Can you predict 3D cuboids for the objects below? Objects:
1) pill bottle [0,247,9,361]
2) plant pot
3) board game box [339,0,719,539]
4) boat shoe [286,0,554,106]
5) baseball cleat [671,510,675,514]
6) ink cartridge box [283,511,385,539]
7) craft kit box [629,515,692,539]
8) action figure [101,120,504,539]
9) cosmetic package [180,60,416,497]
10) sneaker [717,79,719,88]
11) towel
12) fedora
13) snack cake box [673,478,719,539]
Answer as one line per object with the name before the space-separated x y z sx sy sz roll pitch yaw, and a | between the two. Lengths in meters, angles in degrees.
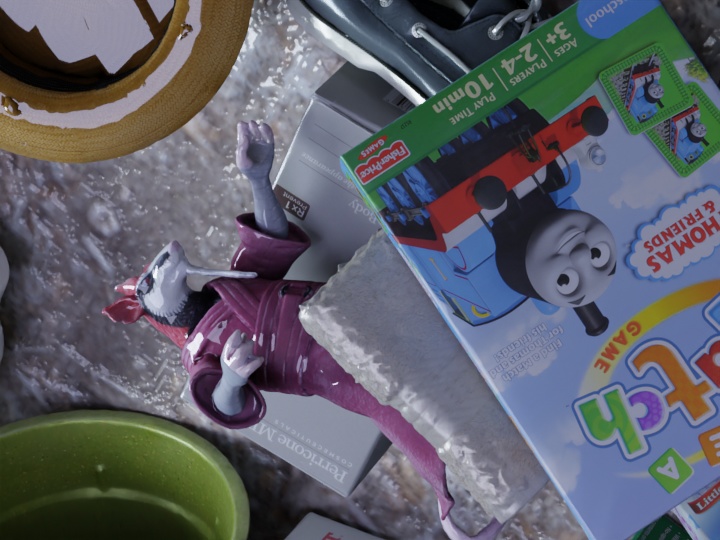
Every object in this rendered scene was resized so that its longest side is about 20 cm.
pill bottle | -0.259 0.061 1.494 0.104 0.104 0.200 36 126 8
plant pot | -0.147 0.212 1.476 0.200 0.200 0.190 12 131 23
board game box | 0.108 -0.004 1.148 0.151 0.037 0.200 -33 84 -2
boat shoe | 0.056 -0.105 1.258 0.200 0.073 0.062 32 130 17
baseball cleat | 0.204 0.095 1.259 0.200 0.106 0.070 25 138 21
ink cartridge box | 0.026 0.219 1.395 0.200 0.145 0.084 18 122 19
craft kit box | 0.175 0.229 1.286 0.197 0.200 0.049 39 125 5
action figure | -0.020 0.028 1.265 0.200 0.134 0.149 9 147 19
cosmetic package | 0.000 0.000 1.334 0.107 0.090 0.200 29 122 8
sneaker | 0.223 -0.038 1.141 0.200 0.089 0.079 29 101 45
towel | 0.082 -0.004 1.194 0.133 0.200 0.034 44 165 3
fedora | -0.137 -0.155 1.304 0.200 0.082 0.201 1 100 9
snack cake box | 0.238 0.075 1.161 0.200 0.115 0.067 -36 130 0
